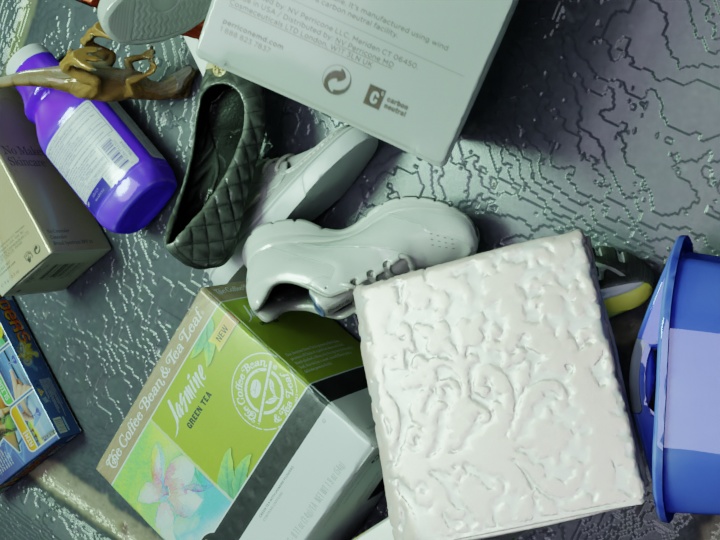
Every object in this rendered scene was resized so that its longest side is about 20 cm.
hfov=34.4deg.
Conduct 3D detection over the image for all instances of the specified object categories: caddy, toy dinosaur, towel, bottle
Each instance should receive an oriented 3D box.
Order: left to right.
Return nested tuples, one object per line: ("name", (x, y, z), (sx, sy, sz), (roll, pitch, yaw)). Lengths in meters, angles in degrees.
("toy dinosaur", (-0.243, -0.169, 1.020), (0.198, 0.106, 0.061), (3, 62, -12))
("bottle", (-0.258, -0.128, 1.089), (0.084, 0.065, 0.200), (-47, 73, 16))
("towel", (0.095, 0.087, 0.839), (0.189, 0.032, 0.202), (-16, 74, 21))
("caddy", (0.240, 0.077, 0.810), (0.104, 0.141, 0.202), (3, 95, 23))

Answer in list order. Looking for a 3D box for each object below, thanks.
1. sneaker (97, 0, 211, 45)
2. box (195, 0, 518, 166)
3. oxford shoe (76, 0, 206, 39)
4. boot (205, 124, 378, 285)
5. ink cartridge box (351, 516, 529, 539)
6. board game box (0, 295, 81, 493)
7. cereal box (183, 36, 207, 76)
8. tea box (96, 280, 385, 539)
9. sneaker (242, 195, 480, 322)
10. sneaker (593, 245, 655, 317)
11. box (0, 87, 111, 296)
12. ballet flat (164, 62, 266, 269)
("sneaker", (-0.157, -0.265, 0.938), (0.118, 0.074, 0.200), (36, 64, 23))
("box", (0.015, -0.214, 0.854), (0.197, 0.171, 0.201), (24, 106, 0))
("oxford shoe", (-0.174, -0.247, 0.995), (0.199, 0.071, 0.073), (21, 95, 22))
("boot", (-0.080, -0.077, 0.999), (0.200, 0.073, 0.096), (-43, 75, 20))
("ink cartridge box", (0.030, 0.236, 0.940), (0.199, 0.117, 0.068), (-37, 75, 23))
("board game box", (-0.381, 0.113, 1.187), (0.135, 0.034, 0.201), (-35, 78, 25))
("cereal box", (-0.081, -0.266, 1.003), (0.199, 0.039, 0.145), (-32, 79, 25))
("tea box", (-0.080, 0.144, 0.981), (0.196, 0.133, 0.201), (39, 110, 20))
("sneaker", (0.000, 0.000, 0.935), (0.198, 0.075, 0.088), (-12, 43, 12))
("sneaker", (0.139, 0.049, 0.905), (0.199, 0.078, 0.091), (-22, 109, 21))
("box", (-0.336, -0.081, 1.118), (0.078, 0.095, 0.201), (-36, 79, 23))
("ballet flat", (-0.119, -0.100, 0.965), (0.066, 0.057, 0.202), (-4, 72, 33))
